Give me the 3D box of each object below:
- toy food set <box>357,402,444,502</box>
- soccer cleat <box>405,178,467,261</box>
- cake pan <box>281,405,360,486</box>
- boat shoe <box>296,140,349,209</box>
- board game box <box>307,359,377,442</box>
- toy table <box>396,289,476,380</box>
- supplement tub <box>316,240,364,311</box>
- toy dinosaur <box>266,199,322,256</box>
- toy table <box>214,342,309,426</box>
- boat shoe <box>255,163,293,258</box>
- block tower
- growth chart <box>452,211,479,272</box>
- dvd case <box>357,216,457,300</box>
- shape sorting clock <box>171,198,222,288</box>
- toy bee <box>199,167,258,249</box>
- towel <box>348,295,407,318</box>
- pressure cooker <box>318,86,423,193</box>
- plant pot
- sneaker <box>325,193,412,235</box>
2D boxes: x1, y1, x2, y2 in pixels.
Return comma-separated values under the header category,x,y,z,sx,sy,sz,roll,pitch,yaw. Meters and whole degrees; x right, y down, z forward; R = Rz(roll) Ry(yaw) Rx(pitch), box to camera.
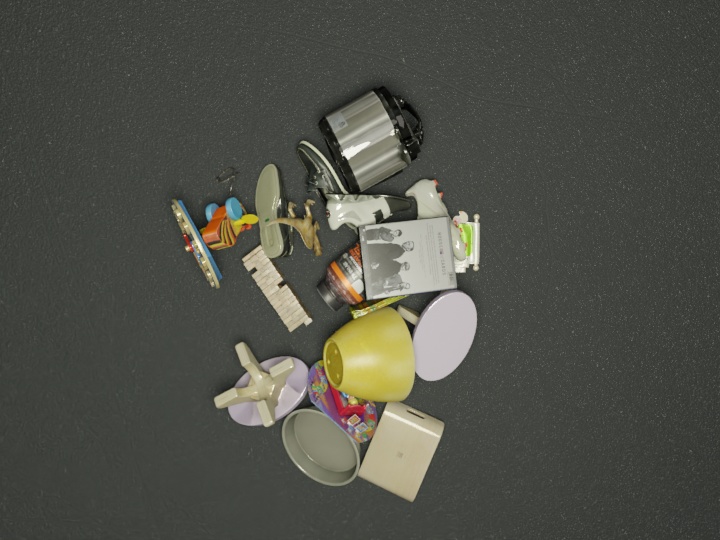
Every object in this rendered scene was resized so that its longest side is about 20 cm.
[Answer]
category,x,y,z,sx,sy,sz,roll,pitch,yaw
toy food set,0.092,0.417,1.362,0.141,0.060,0.203,23,94,6
soccer cleat,0.167,-0.104,1.285,0.076,0.069,0.203,-26,78,1
cake pan,-0.084,0.385,1.306,0.197,0.037,0.204,12,118,23
boat shoe,-0.085,-0.181,1.266,0.066,0.074,0.201,-40,107,-20
board game box,-0.025,0.270,1.281,0.200,0.158,0.039,44,118,-7
toy table,0.172,0.128,1.291,0.182,0.117,0.202,33,98,-12
supplement tub,0.000,0.000,1.278,0.199,0.107,0.107,-40,97,1
toy dinosaur,-0.121,-0.097,1.237,0.057,0.200,0.103,-17,63,20
toy table,-0.211,0.252,1.260,0.199,0.117,0.185,-39,66,-2
boat shoe,-0.183,-0.128,1.281,0.071,0.067,0.205,-9,85,35
block tower,-0.183,0.042,1.299,0.057,0.054,0.201,-35,97,2
growth chart,0.180,-0.053,1.328,0.196,0.018,0.148,-9,96,-3
dvd case,0.097,-0.026,1.216,0.196,0.025,0.154,-7,90,-11
shape sorting clock,-0.341,-0.053,1.208,0.039,0.200,0.203,-29,97,-12
toy bee,-0.266,-0.109,1.244,0.109,0.129,0.202,58,46,-42
towel,0.067,0.051,1.273,0.197,0.086,0.018,-23,100,-5
pressure cooker,0.031,-0.275,1.213,0.198,0.179,0.178,-29,94,1
plant pot,0.004,0.185,1.233,0.139,0.199,0.205,-5,98,-27
sneaker,0.018,-0.119,1.247,0.196,0.074,0.091,-4,99,-21
